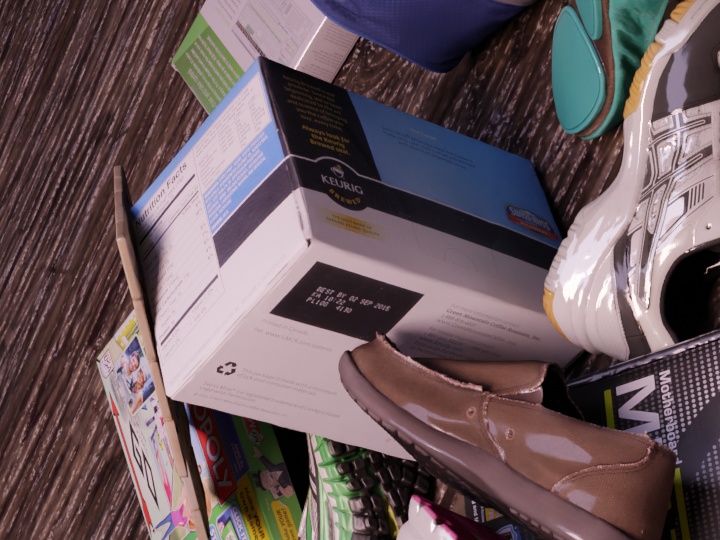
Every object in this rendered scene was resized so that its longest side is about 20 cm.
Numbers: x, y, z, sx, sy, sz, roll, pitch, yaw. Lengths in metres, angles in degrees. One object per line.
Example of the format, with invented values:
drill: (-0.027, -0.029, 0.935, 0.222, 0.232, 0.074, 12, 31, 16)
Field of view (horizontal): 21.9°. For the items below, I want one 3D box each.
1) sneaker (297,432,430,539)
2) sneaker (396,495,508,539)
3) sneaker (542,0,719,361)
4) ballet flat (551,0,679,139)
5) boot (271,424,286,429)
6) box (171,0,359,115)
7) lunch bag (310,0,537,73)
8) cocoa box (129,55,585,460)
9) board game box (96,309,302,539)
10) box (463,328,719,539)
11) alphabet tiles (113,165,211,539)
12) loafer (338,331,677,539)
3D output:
sneaker: (-0.011, 0.140, 1.045, 0.085, 0.078, 0.201, -32, 53, 41)
sneaker: (0.065, 0.189, 0.813, 0.088, 0.081, 0.200, -55, 40, 8)
sneaker: (0.169, -0.045, 0.914, 0.087, 0.075, 0.201, 26, 98, 35)
ballet flat: (0.138, -0.129, 0.943, 0.200, 0.070, 0.068, 83, 170, -65)
boot: (-0.073, 0.016, 1.200, 0.200, 0.068, 0.189, -16, 76, 54)
box: (-0.046, -0.185, 1.259, 0.200, 0.036, 0.144, -56, 40, 18)
lunch bag: (0.049, -0.236, 1.075, 0.132, 0.135, 0.201, -32, 51, 40)
cocoa box: (0.000, 0.000, 0.986, 0.133, 0.199, 0.132, -46, 44, 32)
board game box: (-0.101, 0.109, 1.157, 0.135, 0.029, 0.201, -48, 54, 46)
box: (0.141, 0.137, 0.850, 0.193, 0.047, 0.201, -22, 58, 33)
alphabet tiles: (-0.110, 0.054, 1.036, 0.167, 0.008, 0.201, -117, 13, -72)
loafer: (0.072, 0.075, 0.867, 0.200, 0.073, 0.071, 30, 79, 40)
